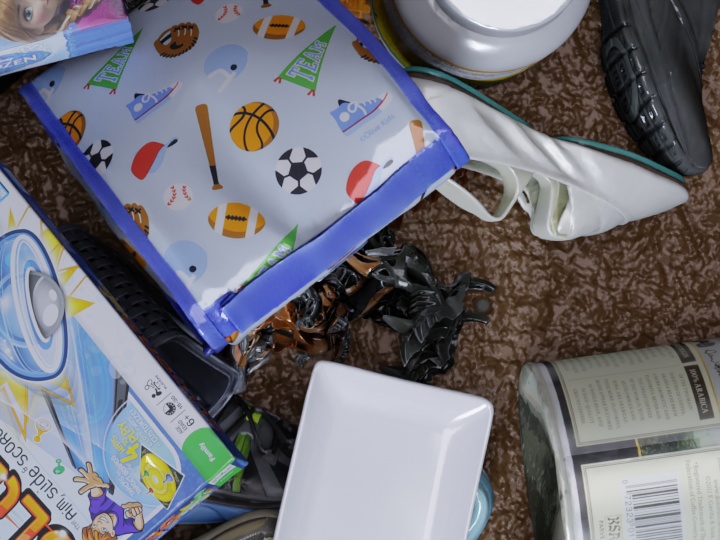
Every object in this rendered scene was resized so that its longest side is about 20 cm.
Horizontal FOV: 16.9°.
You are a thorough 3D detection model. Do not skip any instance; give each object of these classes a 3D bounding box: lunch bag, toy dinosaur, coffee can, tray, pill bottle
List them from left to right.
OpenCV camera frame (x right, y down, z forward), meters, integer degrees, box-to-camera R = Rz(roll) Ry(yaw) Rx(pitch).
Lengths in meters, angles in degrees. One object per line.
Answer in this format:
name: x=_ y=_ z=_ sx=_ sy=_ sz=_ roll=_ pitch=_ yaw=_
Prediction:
lunch bag: x=-0.055 y=-0.059 z=1.263 sx=0.170 sy=0.200 sz=0.124 roll=-38 pitch=133 yaw=-5
toy dinosaur: x=0.000 y=0.000 z=1.376 sx=0.136 sy=0.102 sz=0.200 roll=43 pitch=94 yaw=16
tray: x=0.002 y=0.157 z=1.323 sx=0.107 sy=0.022 sz=0.200 roll=14 pitch=84 yaw=-12
pill bottle: x=0.067 y=-0.161 z=1.324 sx=0.113 sy=0.200 sz=0.113 roll=0 pitch=90 yaw=-4
coffee can: x=0.200 y=0.109 z=1.360 sx=0.200 sy=0.146 sz=0.146 roll=-7 pitch=90 yaw=-4

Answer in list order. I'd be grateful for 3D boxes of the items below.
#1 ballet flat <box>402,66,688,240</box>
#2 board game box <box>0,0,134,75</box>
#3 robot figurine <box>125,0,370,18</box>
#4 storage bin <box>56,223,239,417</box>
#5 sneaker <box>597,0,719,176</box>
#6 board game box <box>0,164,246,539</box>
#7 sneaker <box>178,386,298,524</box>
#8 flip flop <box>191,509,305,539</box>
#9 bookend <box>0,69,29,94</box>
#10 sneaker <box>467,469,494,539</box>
ballet flat: x=0.095 y=-0.053 z=1.373 sx=0.200 sy=0.069 sz=0.069 roll=21 pitch=88 yaw=-26
board game box: x=-0.239 y=-0.189 z=1.251 sx=0.199 sy=0.043 sz=0.200 roll=-16 pitch=77 yaw=-5
robot figurine: x=-0.085 y=-0.200 z=1.348 sx=0.200 sy=0.058 sz=0.145 roll=6 pitch=88 yaw=-30
storage bin: x=-0.177 y=0.086 z=1.296 sx=0.200 sy=0.135 sz=0.094 roll=-47 pitch=70 yaw=0
sneaker: x=0.179 y=-0.154 z=1.399 sx=0.091 sy=0.076 sz=0.200 roll=-16 pitch=93 yaw=-10
board game box: x=-0.171 y=0.062 z=1.198 sx=0.135 sy=0.034 sz=0.200 roll=-41 pitch=77 yaw=1
sneaker: x=-0.073 y=0.101 z=1.378 sx=0.199 sy=0.071 sz=0.083 roll=-2 pitch=96 yaw=-1
flip flop: x=-0.119 y=0.178 z=1.368 sx=0.200 sy=0.058 sz=0.081 roll=-29 pitch=136 yaw=17
bookend: x=-0.223 y=-0.193 z=1.358 sx=0.199 sy=0.092 sz=0.200 roll=-40 pitch=93 yaw=-4
sneaker: x=-0.011 y=0.168 z=1.377 sx=0.200 sy=0.082 sz=0.074 roll=-38 pitch=91 yaw=-3
